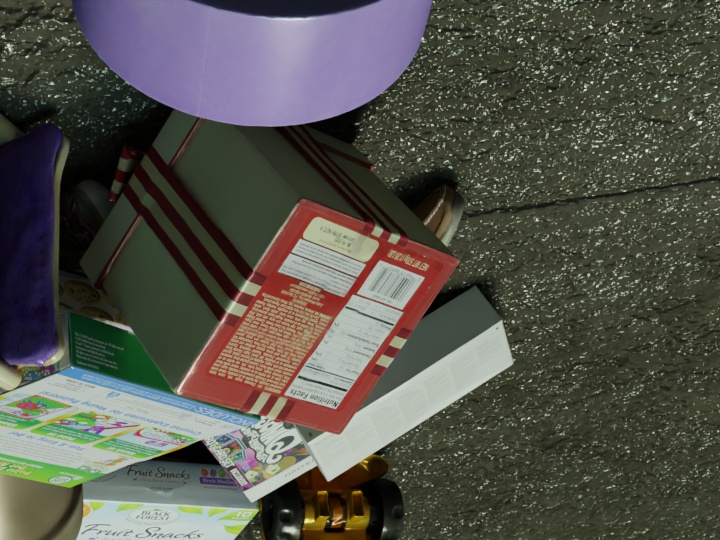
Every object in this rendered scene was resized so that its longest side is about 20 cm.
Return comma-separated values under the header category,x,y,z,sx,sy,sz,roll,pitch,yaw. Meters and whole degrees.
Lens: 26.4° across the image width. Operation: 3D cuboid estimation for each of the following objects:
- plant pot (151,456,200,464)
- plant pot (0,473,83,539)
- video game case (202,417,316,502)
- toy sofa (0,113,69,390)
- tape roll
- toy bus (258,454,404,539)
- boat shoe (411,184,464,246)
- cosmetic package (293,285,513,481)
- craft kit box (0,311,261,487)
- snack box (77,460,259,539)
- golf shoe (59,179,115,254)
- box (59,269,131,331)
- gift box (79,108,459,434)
category,x,y,z,sx,sy,sz,roll,pitch,yaw
plant pot,-0.224,0.237,1.557,0.200,0.028,0.200,-8,146,-5
plant pot,-0.326,0.141,1.254,0.200,0.200,0.174,-3,130,-14
video game case,-0.056,0.116,1.380,0.181,0.036,0.200,-30,146,-4
toy sofa,-0.254,-0.023,0.997,0.098,0.200,0.083,-18,147,21
tape roll,-0.055,-0.179,0.823,0.200,0.200,0.085,-3,146,-14
toy bus,-0.045,0.306,1.573,0.136,0.200,0.192,3,152,-21
boat shoe,0.000,0.000,1.226,0.072,0.076,0.200,41,110,-13
cosmetic package,0.035,0.099,1.354,0.200,0.051,0.083,-31,149,-7
craft kit box,-0.209,0.099,1.101,0.197,0.049,0.200,-23,152,27
snack box,-0.218,0.237,1.486,0.200,0.053,0.142,7,141,-27
golf shoe,-0.155,-0.014,1.176,0.092,0.073,0.200,-47,139,-10
box,-0.206,0.038,1.250,0.200,0.041,0.039,22,135,-39
gift box,-0.057,-0.023,1.073,0.184,0.187,0.200,26,105,-45
